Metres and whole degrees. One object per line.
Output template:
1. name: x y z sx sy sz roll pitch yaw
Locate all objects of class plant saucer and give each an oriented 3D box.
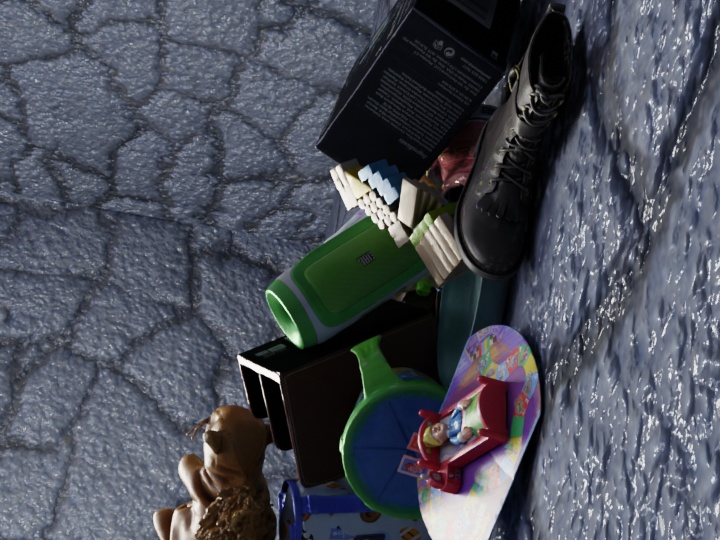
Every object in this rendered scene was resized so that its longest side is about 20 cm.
1. plant saucer: 0.117 0.022 1.105 0.200 0.036 0.202 -170 90 -85

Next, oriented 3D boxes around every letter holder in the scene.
1. letter holder: -0.015 0.134 1.192 0.100 0.199 0.144 15 120 56

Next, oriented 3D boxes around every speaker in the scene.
1. speaker: 0.000 0.000 1.156 0.089 0.199 0.089 49 161 24

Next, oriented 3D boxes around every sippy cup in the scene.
1. sippy cup: 0.045 0.159 1.084 0.130 0.138 0.180 -108 29 -78

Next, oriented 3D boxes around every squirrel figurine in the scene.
1. squirrel figurine: -0.137 0.257 1.214 0.200 0.140 0.188 -124 44 -53

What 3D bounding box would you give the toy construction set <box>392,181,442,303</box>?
1. toy construction set: 0.055 -0.031 1.331 0.092 0.130 0.202 109 168 -65

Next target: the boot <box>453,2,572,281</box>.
1. boot: 0.138 -0.111 0.947 0.174 0.068 0.202 109 171 -63

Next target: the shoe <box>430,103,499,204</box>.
1. shoe: 0.110 -0.109 1.199 0.200 0.071 0.092 140 144 -75

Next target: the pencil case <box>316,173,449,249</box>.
1. pencil case: 0.015 -0.035 1.254 0.200 0.083 0.091 -45 -26 1

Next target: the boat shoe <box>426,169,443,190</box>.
1. boat shoe: 0.090 -0.115 1.466 0.072 0.059 0.202 -117 37 -80

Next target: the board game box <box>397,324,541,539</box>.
1. board game box: 0.084 0.141 0.934 0.202 0.039 0.158 -70 22 10

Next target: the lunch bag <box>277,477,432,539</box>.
1. lunch bag: -0.005 0.283 1.204 0.200 0.168 0.125 113 154 -65

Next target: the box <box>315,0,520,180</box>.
1. box: 0.065 -0.217 1.161 0.200 0.117 0.197 -51 12 37

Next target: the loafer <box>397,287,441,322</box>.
1. loafer: 0.061 0.079 1.379 0.071 0.072 0.202 131 147 -81

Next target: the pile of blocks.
1. pile of blocks: 0.055 -0.068 1.071 0.200 0.062 0.083 41 137 34
